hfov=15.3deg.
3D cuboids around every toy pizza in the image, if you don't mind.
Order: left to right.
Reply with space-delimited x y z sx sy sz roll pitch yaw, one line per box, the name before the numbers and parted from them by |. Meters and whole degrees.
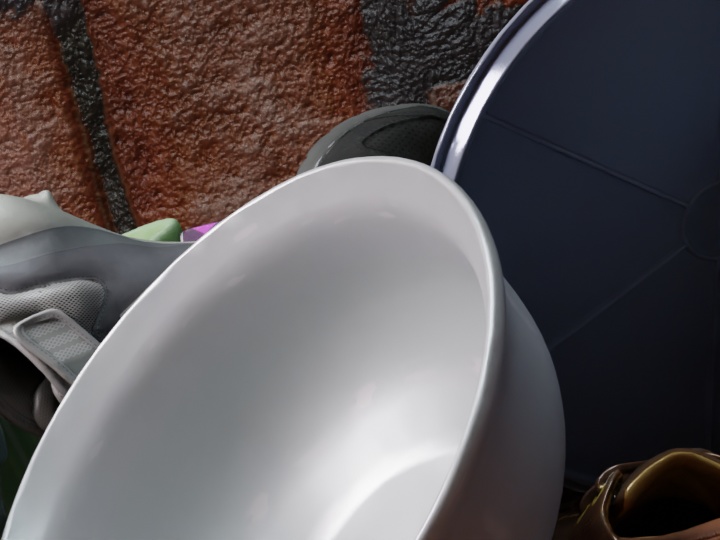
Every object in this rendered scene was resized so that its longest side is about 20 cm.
toy pizza | 0.107 -0.021 0.852 0.199 0.201 0.032 -16 27 -15

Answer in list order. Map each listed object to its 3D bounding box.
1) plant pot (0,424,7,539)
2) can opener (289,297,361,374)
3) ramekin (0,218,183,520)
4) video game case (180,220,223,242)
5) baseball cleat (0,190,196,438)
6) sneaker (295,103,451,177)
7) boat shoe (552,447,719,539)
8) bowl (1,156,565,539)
plant pot | -0.249 0.067 1.009 0.195 0.201 0.200 25 31 36
can opener | -0.032 0.074 0.915 0.200 0.052 0.067 -55 12 45
ramekin | -0.147 0.066 1.187 0.199 0.098 0.200 -27 7 4
video game case | 0.043 0.015 1.197 0.199 0.036 0.181 -13 -32 12
baseball cleat | -0.080 0.029 1.068 0.199 0.107 0.070 9 -36 -21
sneaker | 0.000 0.000 1.024 0.082 0.074 0.200 -6 29 41
boat shoe | 0.095 0.081 0.754 0.072 0.068 0.200 -16 6 -16
bowl | -0.009 0.075 0.774 0.201 0.090 0.202 -32 37 28
